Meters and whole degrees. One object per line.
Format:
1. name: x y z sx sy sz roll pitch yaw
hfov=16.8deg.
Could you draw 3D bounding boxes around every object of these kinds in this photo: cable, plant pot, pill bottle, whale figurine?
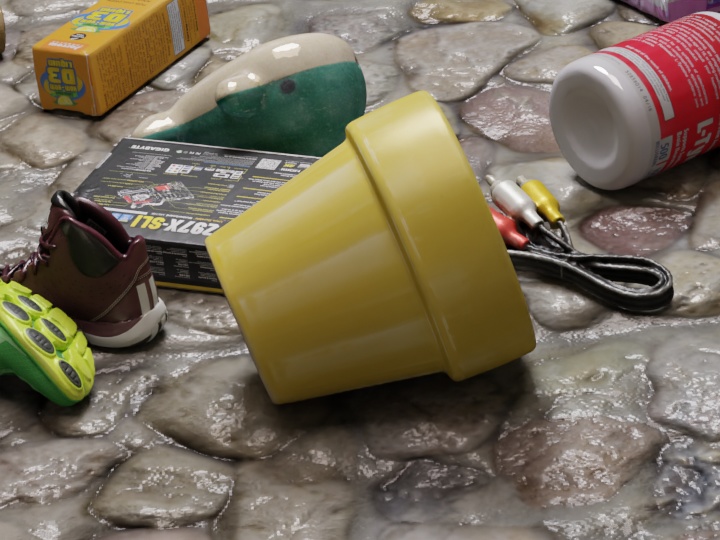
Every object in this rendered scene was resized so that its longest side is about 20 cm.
1. cable: 0.147 -0.019 1.859 0.097 0.050 0.200 -23 33 -29
2. plant pot: 0.000 0.000 1.717 0.189 0.201 0.201 -23 31 -3
3. pill bottle: 0.263 -0.148 2.015 0.200 0.112 0.112 -23 34 -30
4. whale figurine: -0.089 -0.124 2.050 0.200 0.104 0.159 -22 -5 7

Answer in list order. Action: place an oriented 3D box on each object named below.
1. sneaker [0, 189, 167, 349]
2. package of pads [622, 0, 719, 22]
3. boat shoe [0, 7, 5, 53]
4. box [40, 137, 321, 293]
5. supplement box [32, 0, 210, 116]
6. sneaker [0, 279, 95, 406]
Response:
1. sneaker: -0.244 -0.009 1.827 0.200 0.116 0.076 3 29 12
2. package of pads: 0.339 -0.300 2.317 0.200 0.076 0.120 -18 33 -23
3. boat shoe: -0.402 -0.264 2.354 0.063 0.073 0.200 -14 31 -23
4. box: -0.131 -0.044 1.945 0.200 0.049 0.160 6 33 18
5. supplement box: -0.218 -0.212 2.243 0.066 0.069 0.200 9 33 27
6. sneaker: -0.278 0.048 1.781 0.200 0.084 0.074 30 19 20
